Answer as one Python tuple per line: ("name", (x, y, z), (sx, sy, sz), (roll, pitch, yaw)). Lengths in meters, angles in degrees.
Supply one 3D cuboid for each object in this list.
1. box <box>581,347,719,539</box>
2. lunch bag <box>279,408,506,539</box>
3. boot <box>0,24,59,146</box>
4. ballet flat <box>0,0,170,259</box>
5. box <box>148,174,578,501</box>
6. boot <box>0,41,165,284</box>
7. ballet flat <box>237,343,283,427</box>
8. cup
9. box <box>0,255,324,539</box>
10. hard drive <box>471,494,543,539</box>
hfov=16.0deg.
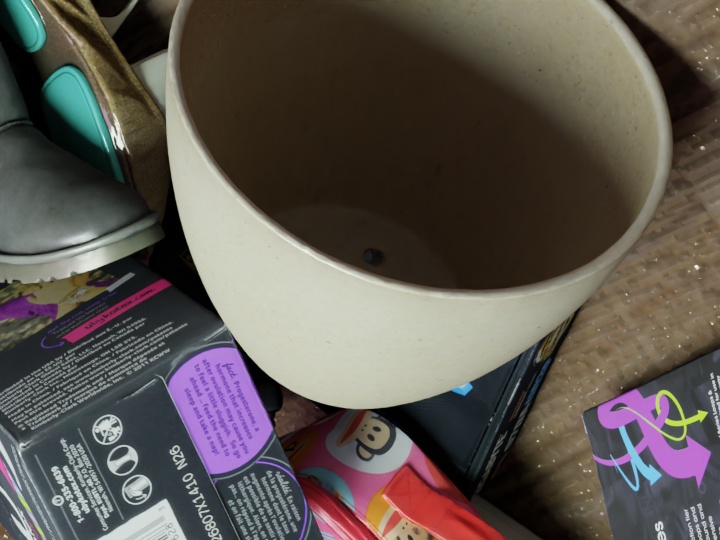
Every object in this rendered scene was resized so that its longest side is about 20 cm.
("box", (0.175, 0.098, 1.055), (0.200, 0.036, 0.144), (-31, 67, 52))
("lunch bag", (0.025, 0.160, 1.219), (0.200, 0.082, 0.176), (48, 148, -7))
("boot", (-0.169, -0.020, 1.281), (0.201, 0.076, 0.168), (66, 150, 21))
("ballet flat", (-0.127, -0.106, 1.197), (0.201, 0.072, 0.068), (60, 152, -2))
("box", (0.000, 0.000, 1.187), (0.200, 0.046, 0.159), (38, 142, 14))
("boot", (-0.175, -0.100, 1.149), (0.181, 0.072, 0.202), (6, 113, 44))
("ballet flat", (-0.100, 0.067, 1.340), (0.073, 0.073, 0.200), (53, 149, -6))
("cup", (0.008, -0.027, 1.027), (0.200, 0.200, 0.144), (38, 141, 13))
("box", (-0.117, 0.071, 1.150), (0.200, 0.106, 0.123), (31, 147, 61))
("hard drive", (0.055, 0.166, 1.295), (0.199, 0.027, 0.132), (33, 141, 19))
